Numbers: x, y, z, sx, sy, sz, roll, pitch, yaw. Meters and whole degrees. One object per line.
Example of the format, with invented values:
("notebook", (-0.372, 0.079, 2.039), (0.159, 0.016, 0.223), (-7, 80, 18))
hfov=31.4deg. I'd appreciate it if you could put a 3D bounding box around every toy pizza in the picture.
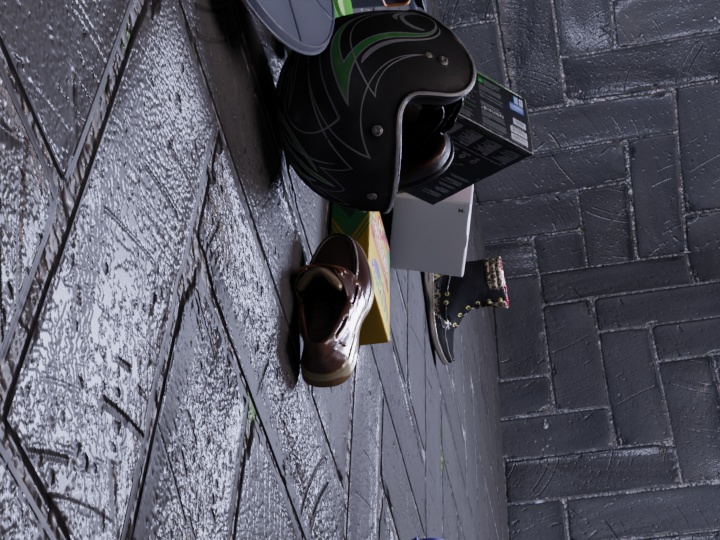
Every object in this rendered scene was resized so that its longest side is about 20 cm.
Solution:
("toy pizza", (-0.090, -0.288, 1.185), (0.200, 0.032, 0.200), (44, 34, -41))

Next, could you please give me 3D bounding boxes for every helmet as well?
("helmet", (0.006, -0.160, 1.291), (0.200, 0.191, 0.200), (45, -28, 32))

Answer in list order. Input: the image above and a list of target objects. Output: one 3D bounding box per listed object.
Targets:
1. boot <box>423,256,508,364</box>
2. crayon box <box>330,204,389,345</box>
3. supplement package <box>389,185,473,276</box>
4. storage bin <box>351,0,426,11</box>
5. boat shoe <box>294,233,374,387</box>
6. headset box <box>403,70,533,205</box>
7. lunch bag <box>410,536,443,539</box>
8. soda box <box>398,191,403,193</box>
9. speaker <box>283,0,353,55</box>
("boot", (0.202, 0.070, 2.397), (0.073, 0.150, 0.200), (2, 80, -81))
("crayon box", (0.000, 0.000, 1.542), (0.200, 0.051, 0.127), (-88, 167, -45))
("supplement package", (0.114, -0.083, 2.026), (0.200, 0.120, 0.121), (-72, 168, -70))
("storage bin", (0.004, -0.408, 1.661), (0.200, 0.134, 0.146), (54, 29, -69))
("boat shoe", (-0.031, 0.023, 1.285), (0.200, 0.072, 0.072), (-79, 161, -46))
("headset box", (0.101, -0.184, 1.748), (0.174, 0.200, 0.093), (21, 55, -40))
("lunch bag", (0.083, 0.416, 1.472), (0.200, 0.124, 0.170), (81, 6, -60))
("soda box", (0.031, -0.212, 1.874), (0.068, 0.064, 0.200), (-60, 141, -75))
("speaker", (-0.058, -0.327, 1.370), (0.088, 0.088, 0.200), (-68, 149, -72))
